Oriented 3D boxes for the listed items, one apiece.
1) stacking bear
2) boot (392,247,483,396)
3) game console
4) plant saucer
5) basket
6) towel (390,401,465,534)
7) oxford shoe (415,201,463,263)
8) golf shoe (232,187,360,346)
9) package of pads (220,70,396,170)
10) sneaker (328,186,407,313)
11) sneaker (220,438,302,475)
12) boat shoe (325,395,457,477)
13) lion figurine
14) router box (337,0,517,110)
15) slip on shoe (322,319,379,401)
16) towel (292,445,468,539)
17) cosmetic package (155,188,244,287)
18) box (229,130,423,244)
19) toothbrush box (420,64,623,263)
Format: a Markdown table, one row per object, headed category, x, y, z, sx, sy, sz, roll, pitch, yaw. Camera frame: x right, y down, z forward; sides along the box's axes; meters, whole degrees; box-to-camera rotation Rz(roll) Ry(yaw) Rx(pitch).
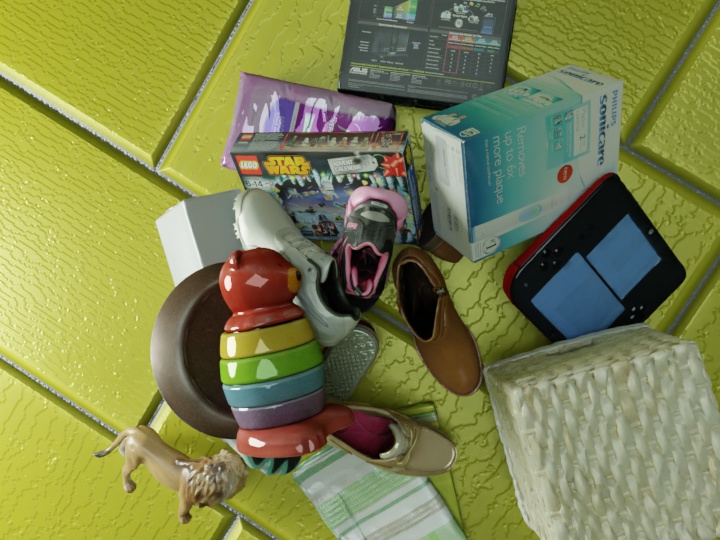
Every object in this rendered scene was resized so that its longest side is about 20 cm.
| category | x | y | z | sx | sy | sz | roll | pitch | yaw |
| --- | --- | --- | --- | --- | --- | --- | --- | --- | --- |
| stacking bear | -0.090 | 0.074 | 0.675 | 0.114 | 0.121 | 0.200 | -10 | 91 | 22 |
| boot | 0.091 | 0.067 | 0.769 | 0.077 | 0.155 | 0.200 | -17 | 91 | 7 |
| game console | 0.272 | 0.011 | 0.761 | 0.177 | 0.031 | 0.200 | -44 | 121 | 8 |
| plant saucer | -0.129 | 0.086 | 0.739 | 0.200 | 0.034 | 0.201 | 6 | 79 | -34 |
| basket | 0.254 | 0.177 | 0.689 | 0.198 | 0.161 | 0.200 | -16 | 90 | 4 |
| towel | 0.076 | 0.272 | 0.854 | 0.086 | 0.018 | 0.200 | -13 | 92 | 12 |
| oxford shoe | 0.144 | -0.100 | 0.811 | 0.071 | 0.071 | 0.200 | 31 | 94 | -26 |
| golf shoe | -0.063 | -0.013 | 0.730 | 0.097 | 0.078 | 0.200 | -29 | 91 | 44 |
| package of pads | -0.063 | -0.163 | 0.815 | 0.200 | 0.076 | 0.121 | 14 | 97 | 6 |
| sneaker | 0.000 | 0.000 | 0.750 | 0.079 | 0.200 | 0.095 | 9 | 53 | -1 |
| sneaker | -0.167 | 0.175 | 0.831 | 0.200 | 0.140 | 0.078 | 47 | 69 | -27 |
| boat shoe | 0.031 | 0.202 | 0.784 | 0.200 | 0.069 | 0.074 | 19 | 79 | -14 |
| lion figurine | -0.243 | 0.246 | 0.840 | 0.200 | 0.072 | 0.123 | 24 | 128 | -2 |
| router box | 0.080 | -0.275 | 0.799 | 0.200 | 0.062 | 0.150 | 9 | 94 | 6 |
| slip on shoe | -0.042 | 0.141 | 0.839 | 0.074 | 0.061 | 0.200 | 35 | 109 | -3 |
| towel | 0.023 | 0.301 | 0.843 | 0.149 | 0.031 | 0.200 | -37 | 87 | 14 |
| cosmetic package | -0.172 | 0.012 | 0.809 | 0.081 | 0.113 | 0.200 | -16 | 92 | -35 |
| box | -0.035 | -0.093 | 0.759 | 0.200 | 0.040 | 0.137 | 3 | 138 | 18 |
| toothbrush box | 0.177 | -0.119 | 0.721 | 0.200 | 0.085 | 0.147 | -23 | 126 | -17 |
